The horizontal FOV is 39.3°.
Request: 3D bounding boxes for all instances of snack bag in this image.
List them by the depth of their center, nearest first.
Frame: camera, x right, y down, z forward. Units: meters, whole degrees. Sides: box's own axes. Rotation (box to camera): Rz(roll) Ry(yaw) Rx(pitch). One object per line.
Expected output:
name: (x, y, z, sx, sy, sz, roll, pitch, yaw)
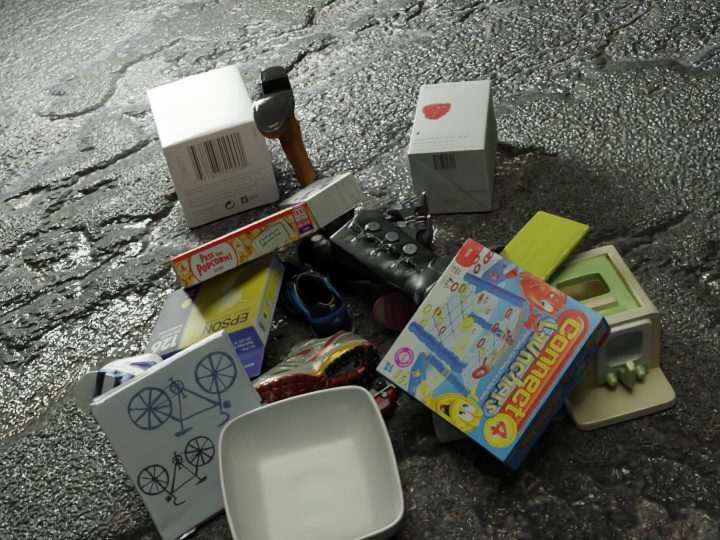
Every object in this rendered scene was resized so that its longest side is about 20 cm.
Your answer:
snack bag: (-0.197, 0.200, 1.214, 0.188, 0.201, 0.021, -29, 1, -20)

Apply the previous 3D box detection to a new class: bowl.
bowl: (-0.056, 0.245, 1.159, 0.198, 0.075, 0.201, -14, 52, -4)

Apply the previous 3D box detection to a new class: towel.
towel: (0.202, 0.004, 1.278, 0.086, 0.018, 0.200, 24, 62, 43)

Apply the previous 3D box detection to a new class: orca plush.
orca plush: (0.000, 0.000, 1.423, 0.199, 0.106, 0.071, 29, 18, 6)

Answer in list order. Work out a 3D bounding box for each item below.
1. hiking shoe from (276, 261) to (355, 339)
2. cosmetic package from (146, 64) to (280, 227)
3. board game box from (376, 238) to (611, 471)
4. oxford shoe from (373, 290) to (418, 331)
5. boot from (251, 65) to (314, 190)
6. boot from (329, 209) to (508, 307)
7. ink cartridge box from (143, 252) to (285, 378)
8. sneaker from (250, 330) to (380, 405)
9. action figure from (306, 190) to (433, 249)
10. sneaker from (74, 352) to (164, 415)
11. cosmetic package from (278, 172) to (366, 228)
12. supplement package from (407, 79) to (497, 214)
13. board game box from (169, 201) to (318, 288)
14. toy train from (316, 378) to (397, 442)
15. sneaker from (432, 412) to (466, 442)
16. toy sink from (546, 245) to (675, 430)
hiking shoe: (-0.075, 0.026, 1.426, 0.074, 0.087, 0.200, -32, 44, -22)
cosmetic package: (-0.247, -0.211, 1.687, 0.164, 0.166, 0.200, -17, 40, -6)
board game box: (0.153, 0.094, 1.178, 0.195, 0.056, 0.200, 32, 84, 32)
oxford shoe: (0.114, 0.037, 1.392, 0.199, 0.071, 0.074, -7, 25, -4)
boot: (-0.119, -0.198, 1.612, 0.068, 0.201, 0.189, -16, 36, -1)
boot: (0.080, -0.026, 1.356, 0.164, 0.066, 0.200, -26, 39, -35)
ink cartridge box: (-0.208, 0.082, 1.385, 0.197, 0.047, 0.201, -19, 34, 24)
sneaker: (-0.075, 0.141, 1.316, 0.199, 0.078, 0.082, -22, 29, -19)
action figure: (0.007, -0.065, 1.522, 0.199, 0.070, 0.130, -8, 31, 0)
sneaker: (-0.254, 0.157, 1.295, 0.198, 0.081, 0.115, 20, 19, -2)
cosmetic package: (-0.061, -0.104, 1.519, 0.082, 0.051, 0.200, -31, 10, -13)
supplement package: (0.150, -0.199, 1.604, 0.120, 0.120, 0.201, -3, 41, 13)
board game box: (-0.169, -0.035, 1.426, 0.199, 0.047, 0.151, -25, 5, -12)
toy train: (0.020, 0.170, 1.280, 0.199, 0.034, 0.046, -31, 56, -21)
sneaker: (0.152, 0.120, 1.266, 0.117, 0.074, 0.201, -10, 49, 14)
toy sink: (0.293, 0.077, 1.251, 0.130, 0.112, 0.200, -15, 40, -2)
